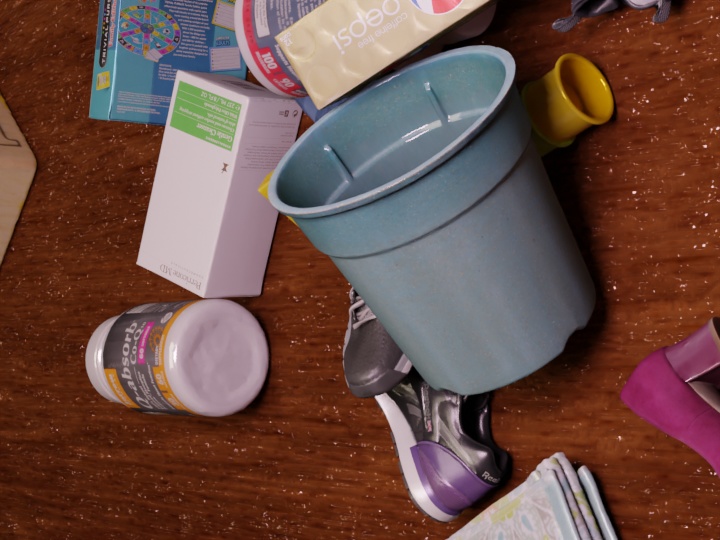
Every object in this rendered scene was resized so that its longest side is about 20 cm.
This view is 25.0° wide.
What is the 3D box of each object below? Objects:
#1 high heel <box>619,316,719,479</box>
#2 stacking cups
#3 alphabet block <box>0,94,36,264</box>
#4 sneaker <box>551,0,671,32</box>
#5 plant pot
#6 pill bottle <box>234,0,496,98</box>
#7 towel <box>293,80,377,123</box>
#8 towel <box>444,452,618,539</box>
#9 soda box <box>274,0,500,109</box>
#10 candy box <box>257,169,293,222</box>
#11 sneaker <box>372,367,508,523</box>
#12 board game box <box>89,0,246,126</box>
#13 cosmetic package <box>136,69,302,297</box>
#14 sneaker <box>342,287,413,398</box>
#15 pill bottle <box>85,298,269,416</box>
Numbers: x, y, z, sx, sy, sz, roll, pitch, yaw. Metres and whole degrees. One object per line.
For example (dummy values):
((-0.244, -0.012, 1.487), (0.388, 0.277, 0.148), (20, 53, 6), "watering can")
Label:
((0.239, 0.133, 1.085), (0.096, 0.067, 0.200), (-42, 40, 32), "high heel")
((0.106, -0.099, 1.272), (0.200, 0.060, 0.061), (-31, 64, 43), "stacking cups")
((-0.557, -0.124, 2.068), (0.196, 0.200, 0.195), (57, 131, 39), "alphabet block")
((0.166, -0.246, 1.199), (0.200, 0.078, 0.140), (44, 122, 46), "sneaker")
((0.066, -0.028, 1.190), (0.200, 0.200, 0.196), (7, 135, 53), "plant pot")
((0.005, -0.215, 1.325), (0.200, 0.120, 0.120), (-8, 81, 41), "pill bottle")
((-0.018, -0.181, 1.470), (0.200, 0.049, 0.112), (54, 129, 39), "towel")
((0.142, 0.261, 1.228), (0.171, 0.048, 0.200), (-48, 52, 45), "towel")
((0.038, -0.199, 1.202), (0.200, 0.064, 0.068), (-30, 93, 25), "soda box")
((0.003, -0.083, 1.399), (0.200, 0.102, 0.026), (-34, 18, 48), "candy box")
((0.064, 0.100, 1.338), (0.088, 0.076, 0.200), (-39, 60, 28), "sneaker")
((-0.184, -0.242, 1.611), (0.047, 0.151, 0.200), (12, 97, 54), "board game box")
((-0.137, -0.083, 1.579), (0.108, 0.085, 0.200), (23, 105, 37), "cosmetic package")
((0.000, 0.000, 1.309), (0.075, 0.116, 0.200), (-19, 38, 30), "sneaker")
((-0.189, 0.088, 1.626), (0.200, 0.116, 0.116), (-6, 83, 53), "pill bottle")
